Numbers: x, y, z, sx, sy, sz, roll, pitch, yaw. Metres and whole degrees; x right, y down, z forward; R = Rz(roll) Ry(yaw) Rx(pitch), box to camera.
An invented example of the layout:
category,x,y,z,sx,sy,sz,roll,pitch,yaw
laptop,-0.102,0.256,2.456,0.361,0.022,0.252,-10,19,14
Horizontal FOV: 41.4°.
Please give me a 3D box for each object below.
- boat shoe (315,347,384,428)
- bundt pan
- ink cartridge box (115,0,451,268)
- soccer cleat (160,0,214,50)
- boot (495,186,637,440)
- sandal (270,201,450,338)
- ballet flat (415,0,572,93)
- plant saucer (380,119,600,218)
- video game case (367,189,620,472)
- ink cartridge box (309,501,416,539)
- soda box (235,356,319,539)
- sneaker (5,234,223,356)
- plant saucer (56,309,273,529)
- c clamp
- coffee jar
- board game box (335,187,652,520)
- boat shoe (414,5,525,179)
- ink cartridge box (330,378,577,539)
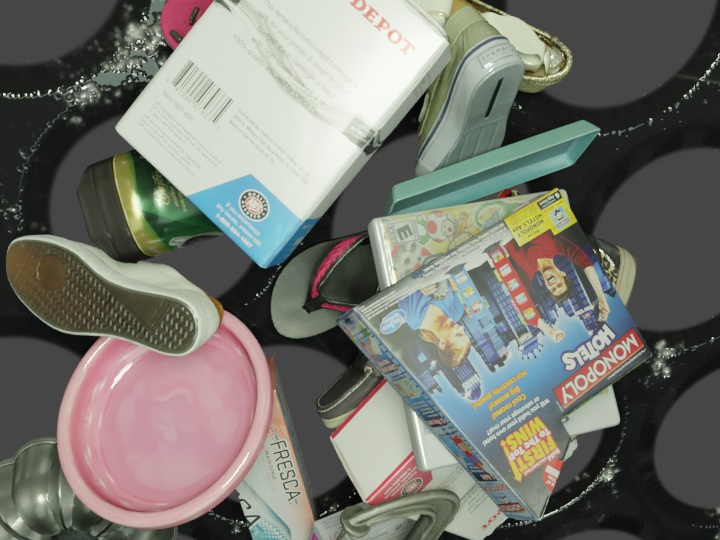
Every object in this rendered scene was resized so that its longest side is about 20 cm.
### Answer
category,x,y,z,sx,sy,sz,roll,pitch,yaw
boat shoe,0.028,0.064,0.886,0.199,0.072,0.065,-41,108,9
bundt pan,-0.276,0.263,0.931,0.197,0.076,0.206,-3,115,-7
ink cartridge box,-0.050,-0.126,0.674,0.144,0.084,0.201,42,97,3
soccer cleat,-0.063,-0.169,0.764,0.196,0.086,0.071,15,79,8
boot,0.159,0.037,0.849,0.149,0.073,0.203,30,70,-16
sandal,0.000,0.000,0.849,0.197,0.045,0.076,-27,102,13
ballet flat,0.084,-0.197,0.765,0.196,0.075,0.069,16,89,-14
plant saucer,0.107,-0.082,0.810,0.197,0.070,0.019,-21,75,-16
video game case,0.110,0.044,0.780,0.178,0.023,0.205,-9,81,-17
ink cartridge box,-0.007,0.308,0.967,0.117,0.042,0.203,-14,134,-30
soda box,-0.090,0.189,0.929,0.067,0.064,0.204,-14,115,-1
sneaker,-0.212,0.021,0.830,0.197,0.085,0.074,22,103,12
plant saucer,-0.166,0.127,0.836,0.197,0.203,0.051,-22,149,3
c clamp,-0.002,0.255,0.846,0.168,0.027,0.202,3,136,-29
coffee jar,-0.126,-0.070,0.779,0.196,0.104,0.087,-18,89,0
board game box,0.115,0.074,0.732,0.198,0.062,0.203,-28,88,-19
boat shoe,0.081,-0.131,0.770,0.071,0.063,0.201,-19,159,-19
ink cartridge box,0.092,0.159,0.887,0.145,0.085,0.199,-47,137,11
